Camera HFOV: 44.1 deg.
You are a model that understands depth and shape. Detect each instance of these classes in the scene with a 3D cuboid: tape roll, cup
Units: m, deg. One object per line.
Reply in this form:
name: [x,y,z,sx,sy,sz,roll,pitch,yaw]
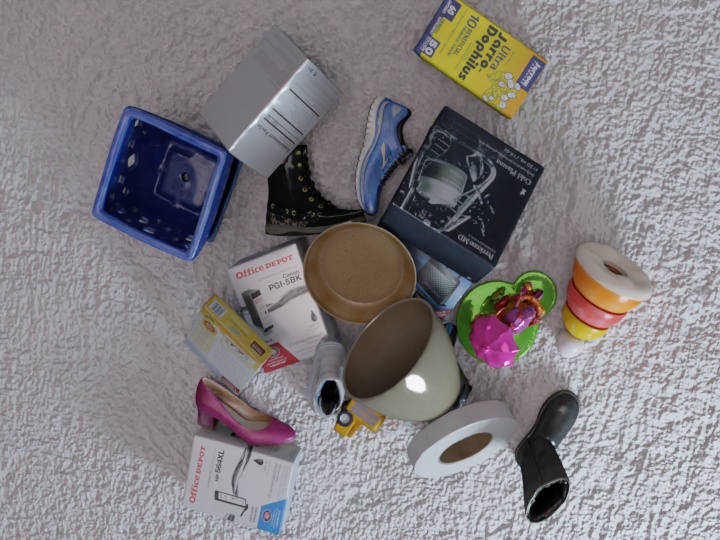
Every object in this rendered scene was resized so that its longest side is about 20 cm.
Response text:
tape roll: [0.176,0.295,1.545,0.200,0.203,0.038,-31,57,11]
cup: [0.087,0.169,1.487,0.200,0.201,0.143,-41,118,12]

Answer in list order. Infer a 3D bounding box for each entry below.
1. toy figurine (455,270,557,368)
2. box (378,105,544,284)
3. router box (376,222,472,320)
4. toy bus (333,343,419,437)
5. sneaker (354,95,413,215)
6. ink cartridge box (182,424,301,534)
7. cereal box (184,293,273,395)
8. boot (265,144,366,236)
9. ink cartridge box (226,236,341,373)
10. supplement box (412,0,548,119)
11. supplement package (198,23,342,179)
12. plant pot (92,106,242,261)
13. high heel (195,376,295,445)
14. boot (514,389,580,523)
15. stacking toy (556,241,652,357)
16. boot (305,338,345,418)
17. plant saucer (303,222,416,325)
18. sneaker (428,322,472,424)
toy figurine: [0.252,0.092,1.501,0.199,0.184,0.151,-37,92,11]
box: [0.165,-0.122,1.469,0.197,0.124,0.199,30,75,-2]
router box: [0.115,-0.031,1.564,0.199,0.062,0.151,39,101,1]
toy bus: [0.030,0.217,1.615,0.077,0.065,0.202,32,101,1]
sneaker: [0.043,-0.193,1.543,0.087,0.079,0.205,14,100,8]
ink cartridge box: [-0.223,0.388,1.668,0.195,0.084,0.150,13,100,6]
cereal box: [-0.239,0.136,1.589,0.144,0.200,0.040,44,60,1]
boot: [-0.088,-0.142,1.556,0.199,0.073,0.158,-2,97,29]
ink cartridge box: [-0.137,0.061,1.605,0.144,0.083,0.204,-19,96,12]
supplement box: [0.199,-0.353,1.478,0.198,0.110,0.110,34,102,1]
supplement package: [-0.152,-0.284,1.508,0.200,0.119,0.122,-46,56,8]
plant pot: [-0.322,-0.155,1.550,0.196,0.180,0.204,23,101,5]
high heel: [-0.212,0.259,1.647,0.195,0.068,0.098,14,118,12]
boot: [0.326,0.312,1.515,0.072,0.200,0.184,29,102,2]
stacking toy: [0.390,0.068,1.520,0.144,0.146,0.203,28,117,3]
boot: [-0.063,0.220,1.569,0.072,0.097,0.203,4,134,-1]
plant saucer: [0.000,0.000,1.525,0.195,0.036,0.204,4,121,7]
sneaker: [0.159,0.193,1.597,0.081,0.071,0.205,-2,97,-11]
